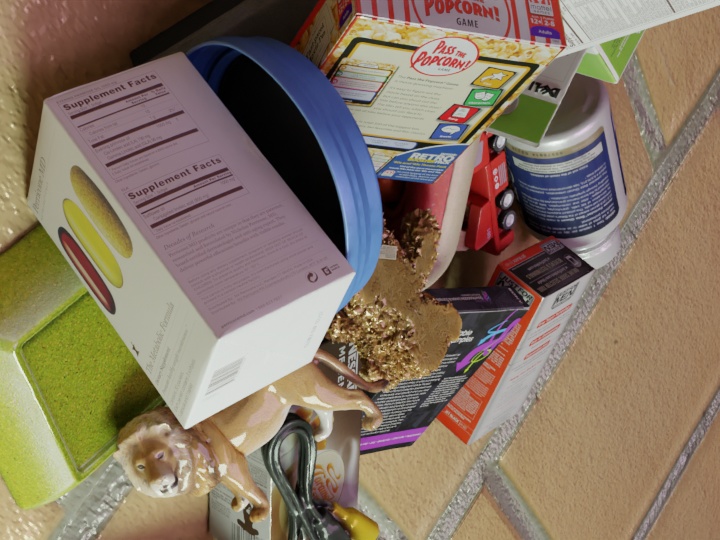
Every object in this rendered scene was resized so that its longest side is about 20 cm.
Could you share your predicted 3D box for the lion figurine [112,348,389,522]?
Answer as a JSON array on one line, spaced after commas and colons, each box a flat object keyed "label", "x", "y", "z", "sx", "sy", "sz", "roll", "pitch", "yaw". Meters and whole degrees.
[{"label": "lion figurine", "x": -0.080, "y": 0.109, "z": 1.038, "sx": 0.200, "sy": 0.072, "sz": 0.123, "roll": -41, "pitch": 113, "yaw": -14}]

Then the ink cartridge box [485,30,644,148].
[{"label": "ink cartridge box", "x": 0.157, "y": -0.201, "z": 1.234, "sx": 0.201, "sy": 0.147, "sz": 0.076, "roll": -62, "pitch": 145, "yaw": -6}]

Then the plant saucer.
[{"label": "plant saucer", "x": -0.190, "y": 0.055, "z": 1.003, "sx": 0.200, "sy": 0.048, "sz": 0.201, "roll": -43, "pitch": 137, "yaw": -30}]

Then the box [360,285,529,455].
[{"label": "box", "x": 0.051, "y": 0.094, "z": 1.274, "sx": 0.142, "sy": 0.036, "sz": 0.200, "roll": -1, "pitch": 138, "yaw": -51}]

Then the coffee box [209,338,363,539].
[{"label": "coffee box", "x": -0.063, "y": 0.136, "z": 1.182, "sx": 0.114, "sy": 0.079, "sz": 0.201, "roll": -23, "pitch": 125, "yaw": -44}]

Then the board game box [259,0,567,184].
[{"label": "board game box", "x": 0.024, "y": -0.128, "z": 0.945, "sx": 0.150, "sy": 0.200, "sz": 0.047, "roll": 5, "pitch": 65, "yaw": -24}]

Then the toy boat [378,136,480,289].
[{"label": "toy boat", "x": 0.015, "y": -0.077, "z": 1.163, "sx": 0.130, "sy": 0.130, "sz": 0.202, "roll": 5, "pitch": 105, "yaw": -22}]

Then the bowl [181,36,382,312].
[{"label": "bowl", "x": -0.059, "y": -0.061, "z": 0.933, "sx": 0.039, "sy": 0.200, "sz": 0.202, "roll": -26, "pitch": 128, "yaw": -33}]

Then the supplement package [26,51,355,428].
[{"label": "supplement package", "x": -0.115, "y": -0.022, "z": 0.901, "sx": 0.109, "sy": 0.200, "sz": 0.114, "roll": -26, "pitch": 157, "yaw": -33}]

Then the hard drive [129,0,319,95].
[{"label": "hard drive", "x": -0.049, "y": -0.157, "z": 1.008, "sx": 0.199, "sy": 0.033, "sz": 0.140, "roll": -31, "pitch": 139, "yaw": 4}]

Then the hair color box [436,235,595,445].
[{"label": "hair color box", "x": 0.149, "y": 0.071, "z": 1.384, "sx": 0.101, "sy": 0.061, "sz": 0.201, "roll": -24, "pitch": 146, "yaw": -47}]

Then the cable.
[{"label": "cable", "x": -0.049, "y": 0.199, "z": 1.151, "sx": 0.097, "sy": 0.050, "sz": 0.201, "roll": -36, "pitch": 124, "yaw": -9}]

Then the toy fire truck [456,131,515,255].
[{"label": "toy fire truck", "x": 0.085, "y": -0.038, "z": 1.310, "sx": 0.141, "sy": 0.049, "sz": 0.201, "roll": -39, "pitch": 135, "yaw": -32}]

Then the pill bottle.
[{"label": "pill bottle", "x": 0.206, "y": -0.094, "z": 1.383, "sx": 0.111, "sy": 0.111, "sz": 0.201, "roll": -48, "pitch": 139, "yaw": -25}]

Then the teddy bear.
[{"label": "teddy bear", "x": 0.000, "y": 0.000, "z": 1.075, "sx": 0.200, "sy": 0.067, "sz": 0.146, "roll": 37, "pitch": 70, "yaw": -39}]

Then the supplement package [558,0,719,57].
[{"label": "supplement package", "x": 0.126, "y": -0.249, "z": 0.942, "sx": 0.150, "sy": 0.199, "sz": 0.153, "roll": 34, "pitch": 47, "yaw": -55}]
